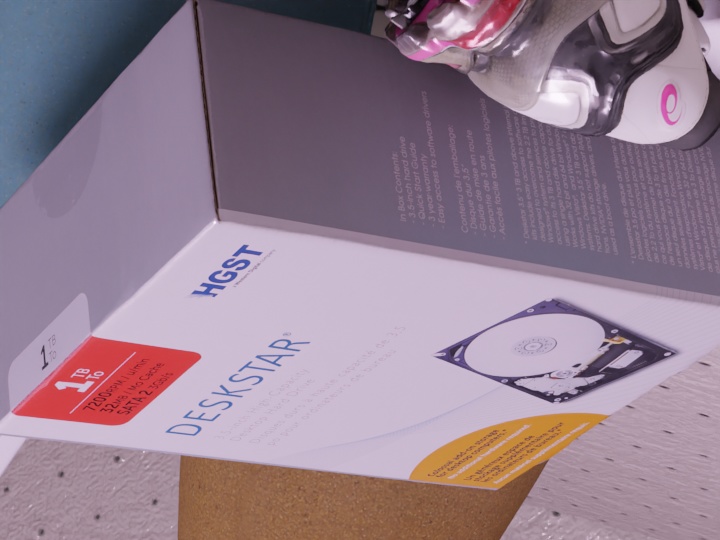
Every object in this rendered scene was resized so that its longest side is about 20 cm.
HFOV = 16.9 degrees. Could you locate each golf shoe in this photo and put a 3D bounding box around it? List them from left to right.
[{"bbox_3d":[0.055,-0.083,0.712,0.092,0.073,0.200,32,-161,-13],"label":"golf shoe"}]

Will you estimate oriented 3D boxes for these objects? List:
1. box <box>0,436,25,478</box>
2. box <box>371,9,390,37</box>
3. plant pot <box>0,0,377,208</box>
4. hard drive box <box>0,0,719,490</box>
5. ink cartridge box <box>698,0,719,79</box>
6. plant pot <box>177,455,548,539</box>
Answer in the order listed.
[{"bbox_3d":[-0.155,-0.017,1.152,0.041,0.200,0.156,24,-158,-34],"label":"box"},{"bbox_3d":[0.045,-0.058,1.061,0.200,0.078,0.095,13,168,31],"label":"box"},{"bbox_3d":[-0.096,-0.089,0.858,0.199,0.142,0.141,12,-159,1],"label":"plant pot"},{"bbox_3d":[0.000,0.000,0.777,0.200,0.077,0.156,9,149,-30],"label":"hard drive box"},{"bbox_3d":[0.140,-0.081,0.778,0.115,0.068,0.200,22,170,-25],"label":"ink cartridge box"},{"bbox_3d":[-0.002,0.067,1.024,0.186,0.200,0.186,19,169,4],"label":"plant pot"}]
